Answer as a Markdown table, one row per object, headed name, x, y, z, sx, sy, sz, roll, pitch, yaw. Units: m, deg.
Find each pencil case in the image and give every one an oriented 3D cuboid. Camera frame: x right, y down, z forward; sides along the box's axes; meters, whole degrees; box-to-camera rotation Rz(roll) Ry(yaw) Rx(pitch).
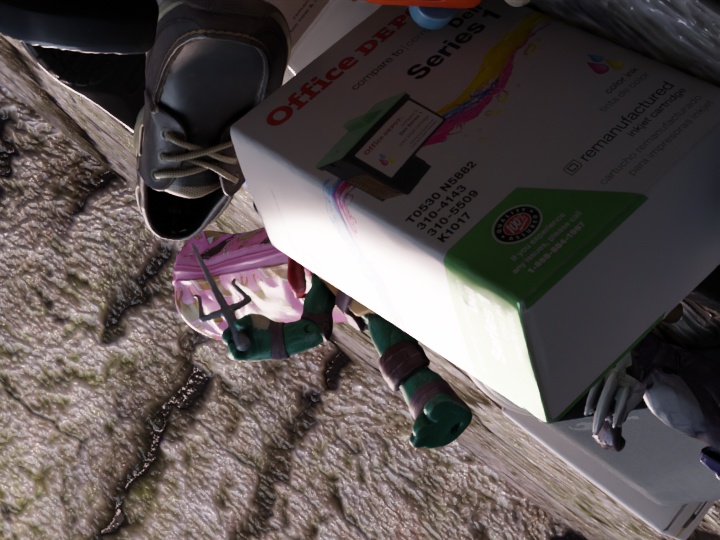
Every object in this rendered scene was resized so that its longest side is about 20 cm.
| name | x | y | z | sx | sy | sz | roll | pitch | yaw |
| --- | --- | --- | --- | --- | --- | --- | --- | --- | --- |
| pencil case | -0.049 | 0.001 | 1.034 | 0.199 | 0.083 | 0.087 | -12 | 116 | 55 |

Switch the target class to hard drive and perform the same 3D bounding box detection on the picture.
| name | x | y | z | sx | sy | sz | roll | pitch | yaw |
| --- | --- | --- | --- | --- | --- | --- | --- | --- | --- |
| hard drive | 0.206 | 0.094 | 0.920 | 0.139 | 0.033 | 0.200 | -12 | 153 | 27 |

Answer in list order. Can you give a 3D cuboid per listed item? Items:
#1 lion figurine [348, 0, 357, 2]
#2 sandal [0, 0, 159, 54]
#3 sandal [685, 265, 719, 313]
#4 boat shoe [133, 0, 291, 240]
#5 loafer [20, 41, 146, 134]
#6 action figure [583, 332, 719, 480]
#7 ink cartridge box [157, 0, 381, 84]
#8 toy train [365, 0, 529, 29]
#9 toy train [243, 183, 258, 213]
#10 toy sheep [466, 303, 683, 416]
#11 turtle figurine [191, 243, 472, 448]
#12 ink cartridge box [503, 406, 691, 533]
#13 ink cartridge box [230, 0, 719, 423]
| name | x | y | z | sx | sy | sz | roll | pitch | yaw |
| --- | --- | --- | --- | --- | --- | --- | --- | --- | --- |
| lion figurine | -0.067 | -0.189 | 0.770 | 0.200 | 0.122 | 0.073 | -126 | 18 | -49 |
| sandal | -0.146 | -0.155 | 0.717 | 0.076 | 0.043 | 0.200 | -4 | -144 | -25 |
| sandal | 0.185 | -0.006 | 0.814 | 0.199 | 0.045 | 0.075 | 25 | 179 | -8 |
| boat shoe | -0.077 | -0.071 | 0.789 | 0.074 | 0.074 | 0.200 | 3 | 159 | -10 |
| loafer | -0.159 | -0.134 | 0.893 | 0.071 | 0.073 | 0.200 | 32 | 167 | 38 |
| action figure | 0.146 | 0.053 | 0.766 | 0.199 | 0.070 | 0.130 | 33 | -151 | -3 |
| ink cartridge box | -0.041 | -0.137 | 0.915 | 0.200 | 0.084 | 0.145 | 30 | 169 | 45 |
| toy train | 0.014 | -0.159 | 0.628 | 0.149 | 0.056 | 0.200 | 0 | 168 | -9 |
| toy train | -0.077 | -0.115 | 1.090 | 0.200 | 0.114 | 0.087 | 36 | 173 | 18 |
| toy sheep | 0.121 | 0.030 | 0.968 | 0.138 | 0.138 | 0.200 | 39 | 177 | -2 |
| turtle figurine | 0.000 | 0.000 | 0.862 | 0.200 | 0.150 | 0.100 | 39 | -153 | 31 |
| ink cartridge box | 0.197 | 0.122 | 1.149 | 0.144 | 0.084 | 0.200 | 36 | 180 | 19 |
| ink cartridge box | 0.058 | -0.044 | 0.720 | 0.200 | 0.145 | 0.084 | 32 | 154 | 40 |
